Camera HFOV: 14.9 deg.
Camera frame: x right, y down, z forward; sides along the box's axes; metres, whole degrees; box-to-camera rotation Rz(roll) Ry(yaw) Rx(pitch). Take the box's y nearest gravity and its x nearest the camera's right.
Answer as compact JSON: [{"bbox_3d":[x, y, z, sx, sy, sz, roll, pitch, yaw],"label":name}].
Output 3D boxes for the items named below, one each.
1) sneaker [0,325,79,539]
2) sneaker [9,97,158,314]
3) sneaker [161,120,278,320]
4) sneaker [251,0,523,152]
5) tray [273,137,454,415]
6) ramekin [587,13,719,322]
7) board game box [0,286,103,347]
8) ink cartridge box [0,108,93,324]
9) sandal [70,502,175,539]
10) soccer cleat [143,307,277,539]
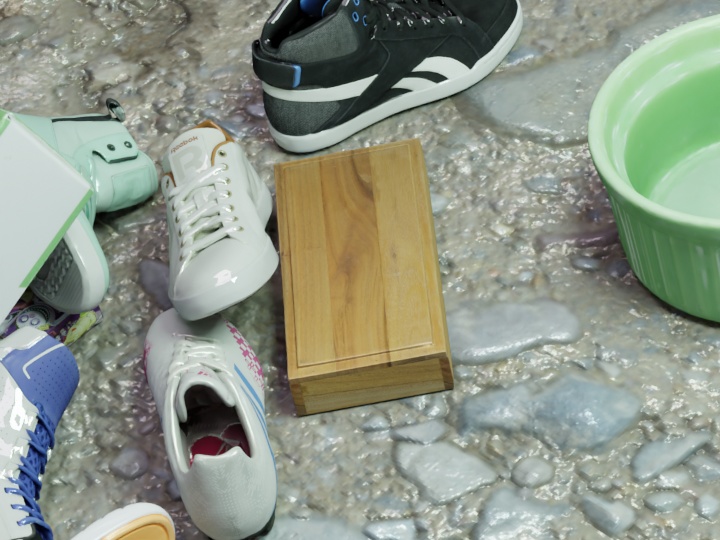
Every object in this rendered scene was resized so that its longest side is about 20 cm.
[{"bbox_3d":[-0.210,0.139,1.621,0.115,0.081,0.200,21,60,28],"label":"sneaker"},{"bbox_3d":[-0.173,-0.047,1.786,0.118,0.074,0.201,-6,37,-27],"label":"sneaker"},{"bbox_3d":[-0.100,-0.035,1.719,0.073,0.085,0.200,-26,20,8],"label":"sneaker"},{"bbox_3d":[0.020,-0.166,1.849,0.199,0.112,0.073,-30,46,-17],"label":"sneaker"},{"bbox_3d":[0.000,0.000,1.735,0.098,0.037,0.201,-10,42,4],"label":"tray"},{"bbox_3d":[0.243,-0.060,1.687,0.199,0.098,0.201,-7,42,7],"label":"ramekin"},{"bbox_3d":[-0.276,0.018,1.797,0.200,0.032,0.120,29,62,36],"label":"board game box"},{"bbox_3d":[-0.276,-0.035,1.704,0.146,0.084,0.200,-55,35,-9],"label":"ink cartridge box"},{"bbox_3d":[-0.171,0.203,1.533,0.206,0.079,0.059,-37,44,-26],"label":"sandal"},{"bbox_3d":[-0.090,0.072,1.644,0.069,0.087,0.200,-17,42,-4],"label":"soccer cleat"}]
